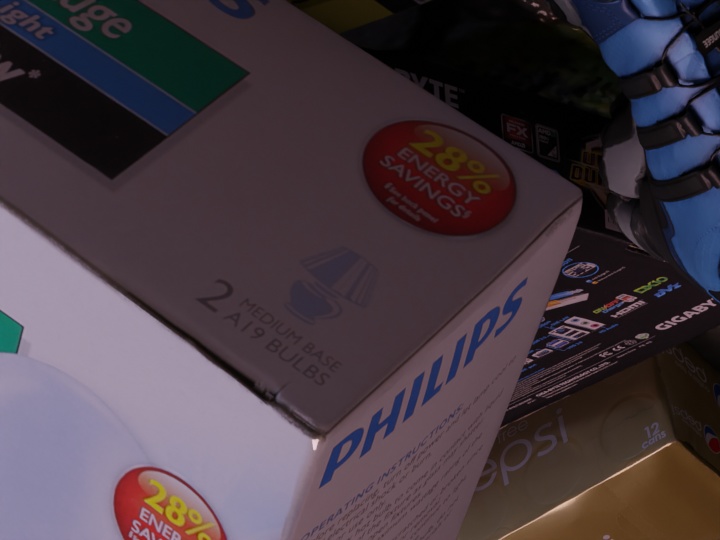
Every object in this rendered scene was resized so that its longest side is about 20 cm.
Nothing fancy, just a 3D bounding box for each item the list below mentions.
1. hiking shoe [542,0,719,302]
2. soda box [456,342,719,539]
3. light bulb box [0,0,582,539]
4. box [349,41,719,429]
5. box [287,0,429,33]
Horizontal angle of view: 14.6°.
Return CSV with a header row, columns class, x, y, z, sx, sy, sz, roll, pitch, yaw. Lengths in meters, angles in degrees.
class,x,y,z,sx,sy,sz,roll,pitch,yaw
hiking shoe,0.102,-0.058,0.763,0.087,0.074,0.200,46,169,38
soda box,0.046,0.097,1.036,0.200,0.068,0.064,-32,132,23
light bulb box,-0.072,0.026,0.774,0.198,0.125,0.200,34,135,17
box,0.000,0.000,0.913,0.198,0.050,0.200,16,150,-34
box,-0.042,-0.099,0.816,0.199,0.050,0.075,-14,143,42
